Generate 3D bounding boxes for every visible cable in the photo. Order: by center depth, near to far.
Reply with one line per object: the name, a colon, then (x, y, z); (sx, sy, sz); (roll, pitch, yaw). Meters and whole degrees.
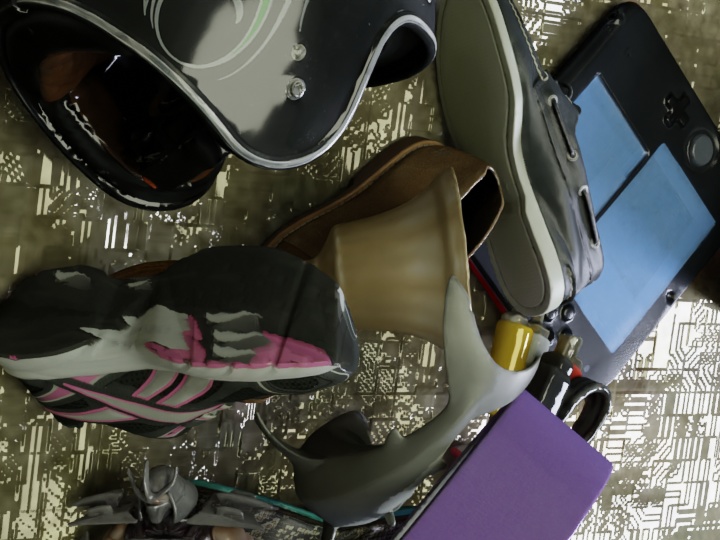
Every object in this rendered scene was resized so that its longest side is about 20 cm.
cable: (0.086, 0.114, 1.223); (0.097, 0.050, 0.201); (39, 74, -40)

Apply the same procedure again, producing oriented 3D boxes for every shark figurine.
shark figurine: (-0.007, 0.086, 1.034); (0.089, 0.214, 0.128); (38, 61, -9)

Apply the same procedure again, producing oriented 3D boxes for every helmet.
helmet: (-0.063, -0.137, 0.999); (0.191, 0.199, 0.200); (-54, 127, -26)

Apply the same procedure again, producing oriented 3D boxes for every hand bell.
hand bell: (-0.045, 0.006, 1.077); (0.199, 0.104, 0.105); (-5, 105, -2)

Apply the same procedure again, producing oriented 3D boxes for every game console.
game console: (0.152, -0.040, 1.288); (0.200, 0.031, 0.177); (-49, 125, -20)

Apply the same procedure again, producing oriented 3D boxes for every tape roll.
tape roll: (0.044, 0.157, 1.063); (0.066, 0.200, 0.200); (39, 71, 4)

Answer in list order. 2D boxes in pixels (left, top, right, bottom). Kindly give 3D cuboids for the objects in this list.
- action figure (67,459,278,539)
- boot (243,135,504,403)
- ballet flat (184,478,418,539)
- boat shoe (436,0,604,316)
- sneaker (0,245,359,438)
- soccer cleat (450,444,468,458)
action figure: (-0.092, 0.187, 1.093); (0.069, 0.129, 0.201); (-44, 132, -52)
boot: (0.000, 0.000, 1.149); (0.200, 0.075, 0.074); (-46, 125, -20)
ballet flat: (-0.028, 0.164, 1.162); (0.199, 0.068, 0.076); (12, 77, -41)
boat shoe: (0.100, -0.078, 1.195); (0.066, 0.074, 0.201); (-18, 92, -31)
sneaker: (-0.086, 0.043, 1.032); (0.081, 0.199, 0.087); (-66, 145, -36)
soccer cleat: (0.067, 0.204, 1.256); (0.076, 0.067, 0.201); (15, 89, -27)
